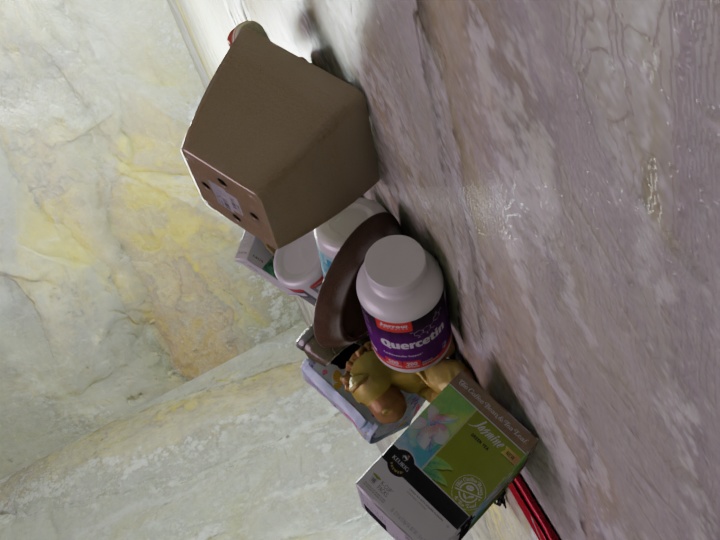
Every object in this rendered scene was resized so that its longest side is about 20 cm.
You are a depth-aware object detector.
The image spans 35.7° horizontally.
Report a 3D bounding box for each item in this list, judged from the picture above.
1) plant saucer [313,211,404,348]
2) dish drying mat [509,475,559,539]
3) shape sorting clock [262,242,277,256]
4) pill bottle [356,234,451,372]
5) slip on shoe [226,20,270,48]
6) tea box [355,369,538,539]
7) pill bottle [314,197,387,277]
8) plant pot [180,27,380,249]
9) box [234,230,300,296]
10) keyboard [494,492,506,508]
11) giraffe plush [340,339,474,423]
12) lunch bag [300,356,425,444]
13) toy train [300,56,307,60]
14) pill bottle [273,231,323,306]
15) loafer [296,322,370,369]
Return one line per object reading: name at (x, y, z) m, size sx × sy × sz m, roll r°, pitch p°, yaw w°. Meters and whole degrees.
plant saucer at (0.007, 0.020, 1.499) m, size 0.032 × 0.201 × 0.201 m, roll 27°, pitch 156°, yaw 25°
dish drying mat at (0.226, 0.318, 1.589) m, size 0.201 × 0.018 × 0.077 m, roll 59°, pitch 172°, yaw 31°
shape sorting clock at (-0.111, -0.117, 1.846) m, size 0.039 × 0.200 × 0.201 m, roll 13°, pitch 139°, yaw 36°
pill bottle at (0.056, 0.042, 1.443) m, size 0.113 × 0.112 × 0.200 m, roll 58°, pitch 172°, yaw 32°
slip on shoe at (-0.141, -0.268, 1.638) m, size 0.061 × 0.074 × 0.201 m, roll 17°, pitch 133°, yaw 58°
tea box at (0.108, 0.259, 1.419) m, size 0.133 × 0.197 × 0.200 m, roll 41°, pitch 168°, yaw 15°
pill bottle at (0.000, 0.000, 1.630) m, size 0.201 × 0.110 × 0.111 m, roll 79°, pitch 163°, yaw -44°
plant pot at (-0.113, -0.151, 1.440) m, size 0.199 × 0.177 × 0.200 m, roll 31°, pitch 160°, yaw 22°
box at (-0.123, -0.076, 1.889) m, size 0.036 × 0.201 × 0.144 m, roll 3°, pitch 157°, yaw 43°
keyboard at (0.197, 0.311, 1.771) m, size 0.128 × 0.020 × 0.200 m, roll 60°, pitch 173°, yaw 24°
giraffe plush at (0.057, 0.151, 1.617) m, size 0.201 × 0.161 × 0.173 m, roll 58°, pitch 172°, yaw 30°
lunch bag at (0.011, 0.186, 1.839) m, size 0.169 × 0.128 × 0.200 m, roll 41°, pitch -157°, yaw 19°
toy train at (-0.064, -0.205, 1.593) m, size 0.116 × 0.084 × 0.201 m, roll 21°, pitch 139°, yaw 59°
pill bottle at (-0.044, 0.012, 1.845) m, size 0.200 × 0.116 × 0.116 m, roll 37°, pitch -165°, yaw -49°
loafer at (-0.024, 0.122, 1.708) m, size 0.070 × 0.075 × 0.199 m, roll 51°, pitch -158°, yaw 21°
